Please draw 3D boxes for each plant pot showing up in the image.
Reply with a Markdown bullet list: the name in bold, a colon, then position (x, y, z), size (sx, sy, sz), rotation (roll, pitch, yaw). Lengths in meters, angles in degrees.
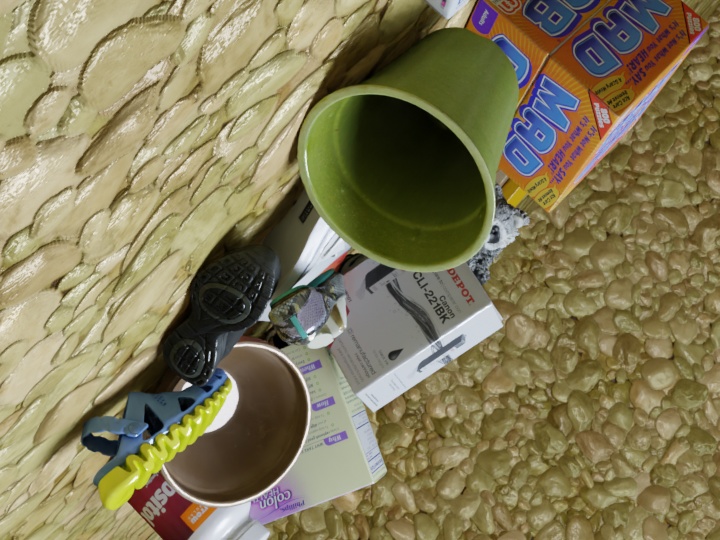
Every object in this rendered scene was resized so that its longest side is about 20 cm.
- **plant pot**: position (-0.164, 0.168, 1.327), size (0.201, 0.202, 0.092), rotation (-45, -150, -13)
- **plant pot**: position (0.067, -0.137, 1.087), size (0.191, 0.199, 0.201), rotation (-56, 179, -43)

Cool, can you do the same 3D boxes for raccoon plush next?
- **raccoon plush**: position (0.165, -0.075, 1.500), size (0.134, 0.096, 0.201), rotation (-50, -168, 29)

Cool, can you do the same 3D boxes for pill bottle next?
- **pill bottle**: position (-0.209, 0.283, 1.388), size (0.113, 0.200, 0.113), rotation (-46, 170, -10)

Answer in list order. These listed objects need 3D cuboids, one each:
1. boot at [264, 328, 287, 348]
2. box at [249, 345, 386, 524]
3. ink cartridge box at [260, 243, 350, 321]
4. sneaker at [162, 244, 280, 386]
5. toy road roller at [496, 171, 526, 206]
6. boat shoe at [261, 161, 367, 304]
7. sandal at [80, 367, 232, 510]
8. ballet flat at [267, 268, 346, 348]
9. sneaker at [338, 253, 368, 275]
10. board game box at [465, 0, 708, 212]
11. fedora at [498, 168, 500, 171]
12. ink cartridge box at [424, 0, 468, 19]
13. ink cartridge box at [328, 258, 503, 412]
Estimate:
- **boot**: position (-0.145, 0.165, 1.589), size (0.200, 0.073, 0.156), rotation (-43, 170, -38)
- **box**: position (-0.085, 0.203, 1.460), size (0.174, 0.203, 0.097), rotation (-22, 174, 11)
- **ink cartridge box**: position (-0.083, 0.010, 1.326), size (0.200, 0.050, 0.163), rotation (-44, 170, -42)
- **sneaker**: position (-0.135, 0.032, 1.155), size (0.200, 0.076, 0.091), rotation (-47, -177, 40)
- **toy road roller**: position (0.144, -0.113, 1.655), size (0.201, 0.123, 0.146), rotation (-49, 159, 12)
- **boat shoe**: position (-0.042, -0.040, 1.183), size (0.065, 0.074, 0.201), rotation (20, 119, -39)
- **sandal**: position (-0.216, 0.157, 1.184), size (0.199, 0.087, 0.080), rotation (-37, 166, -42)
- **ballet flat**: position (-0.048, 0.046, 1.180), size (0.072, 0.072, 0.200), rotation (-49, 176, 11)
- **sneaker**: position (0.000, 0.000, 1.486), size (0.198, 0.075, 0.085), rotation (-27, -146, 10)
- **board game box**: position (0.238, -0.239, 1.316), size (0.200, 0.200, 0.201), rotation (-43, 169, -29)
- **fedora**: position (0.087, -0.116, 1.419), size (0.199, 0.083, 0.201), rotation (-32, 178, -1)
- **ink cartridge box**: position (0.144, -0.339, 0.975), size (0.196, 0.043, 0.200), rotation (-44, 171, -20)
- **ink cartridge box**: position (0.054, 0.052, 1.378), size (0.199, 0.145, 0.084), rotation (-33, 153, 2)
